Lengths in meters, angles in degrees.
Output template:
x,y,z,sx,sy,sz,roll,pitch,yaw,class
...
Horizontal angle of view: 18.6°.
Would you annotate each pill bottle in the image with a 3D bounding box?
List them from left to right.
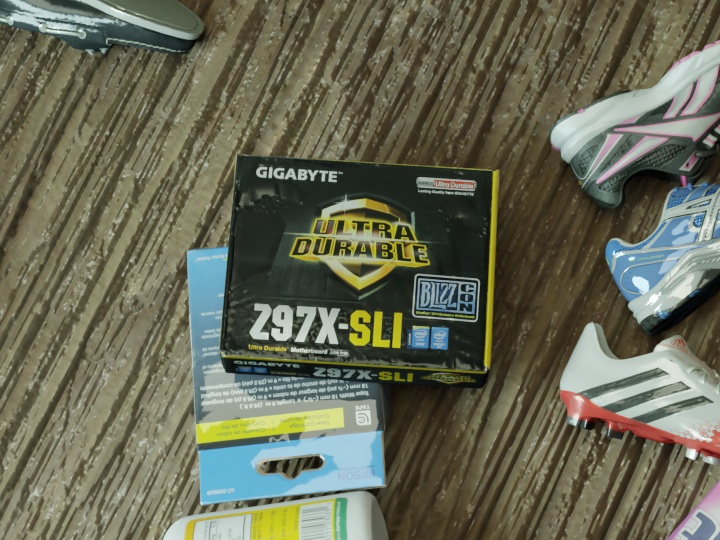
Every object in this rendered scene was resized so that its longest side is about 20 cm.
x,y,z,sx,sy,sz,roll,pitch,yaw,class
-0.080,0.228,1.595,0.198,0.113,0.114,-9,71,7,pill bottle

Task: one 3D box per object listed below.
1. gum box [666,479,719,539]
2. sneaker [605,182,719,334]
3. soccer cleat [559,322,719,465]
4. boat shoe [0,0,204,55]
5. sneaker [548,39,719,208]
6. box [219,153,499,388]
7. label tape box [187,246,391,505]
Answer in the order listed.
x,y,z,sx,sy,sz,roll,pitch,yaw,class
0.293,0.244,1.547,0.200,0.066,0.114,39,81,19,gum box
0.271,-0.041,1.639,0.200,0.076,0.077,-37,74,-5,sneaker
0.243,0.094,1.604,0.199,0.069,0.086,14,89,19,soccer cleat
-0.226,-0.210,1.794,0.199,0.076,0.061,21,115,7,boat shoe
0.249,-0.110,1.677,0.199,0.080,0.087,-26,81,9,sneaker
0.000,0.000,1.626,0.198,0.049,0.161,4,72,1,box
-0.052,0.079,1.664,0.143,0.063,0.202,-6,71,6,label tape box
